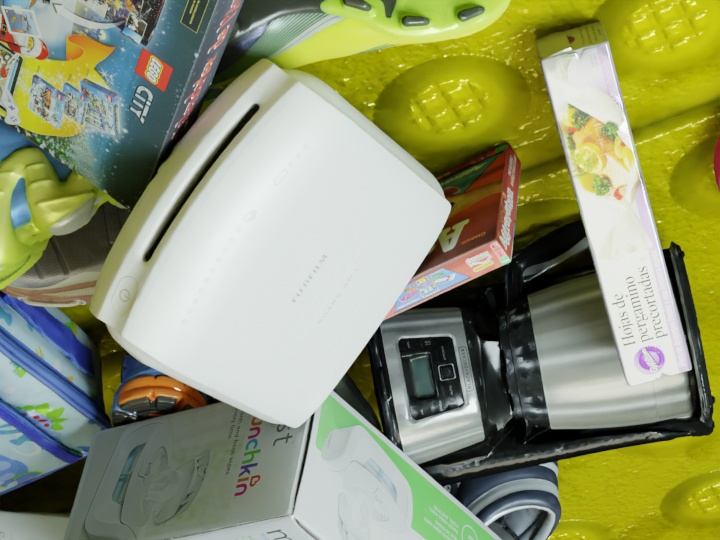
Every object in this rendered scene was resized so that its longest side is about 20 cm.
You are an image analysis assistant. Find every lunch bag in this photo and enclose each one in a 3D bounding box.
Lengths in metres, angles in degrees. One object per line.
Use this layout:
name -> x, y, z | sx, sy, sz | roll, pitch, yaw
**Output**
lunch bag -> -0.251, 0.063, 1.334 | 0.160, 0.083, 0.200 | -22, 144, 15

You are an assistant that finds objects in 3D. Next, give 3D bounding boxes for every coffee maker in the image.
coffee maker -> 0.110, 0.071, 1.372 | 0.199, 0.135, 0.192 | -11, 146, 4

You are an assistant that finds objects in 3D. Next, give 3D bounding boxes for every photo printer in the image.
photo printer -> -0.046, -0.012, 1.141 | 0.167, 0.069, 0.200 | -55, 153, 0

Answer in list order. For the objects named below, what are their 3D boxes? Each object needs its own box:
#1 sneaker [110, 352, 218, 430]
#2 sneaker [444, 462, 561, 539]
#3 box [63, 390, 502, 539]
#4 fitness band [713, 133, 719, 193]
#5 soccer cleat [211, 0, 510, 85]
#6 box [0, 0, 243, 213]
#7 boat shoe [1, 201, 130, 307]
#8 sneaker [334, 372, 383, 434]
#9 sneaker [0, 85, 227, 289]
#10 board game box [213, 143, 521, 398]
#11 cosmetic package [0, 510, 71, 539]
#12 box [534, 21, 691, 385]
sneaker -> -0.114, 0.086, 1.399 | 0.075, 0.079, 0.200 | 8, 156, -2
sneaker -> 0.051, 0.163, 1.511 | 0.199, 0.109, 0.070 | -29, 140, 27
box -> -0.043, 0.168, 1.316 | 0.176, 0.097, 0.200 | -17, 137, 33
fitness band -> 0.295, -0.067, 1.303 | 0.199, 0.038, 0.144 | 19, 134, -35
soccer cleat -> -0.024, -0.133, 1.131 | 0.199, 0.065, 0.084 | -9, 169, -4
box -> -0.128, -0.133, 1.052 | 0.136, 0.038, 0.200 | 35, 140, 5
boat shoe -> -0.118, -0.018, 1.260 | 0.199, 0.076, 0.072 | -1, 158, -11
sneaker -> -0.022, 0.120, 1.387 | 0.081, 0.088, 0.201 | -32, 121, -8
sneaker -> -0.160, -0.071, 1.164 | 0.200, 0.105, 0.076 | -33, 177, -22
board game box -> 0.000, 0.000, 1.277 | 0.199, 0.103, 0.019 | -25, 119, 23
cosmetic package -> -0.218, 0.260, 1.499 | 0.164, 0.166, 0.200 | 5, 161, -18
box -> 0.139, -0.035, 1.221 | 0.038, 0.041, 0.201 | -15, 112, 7
